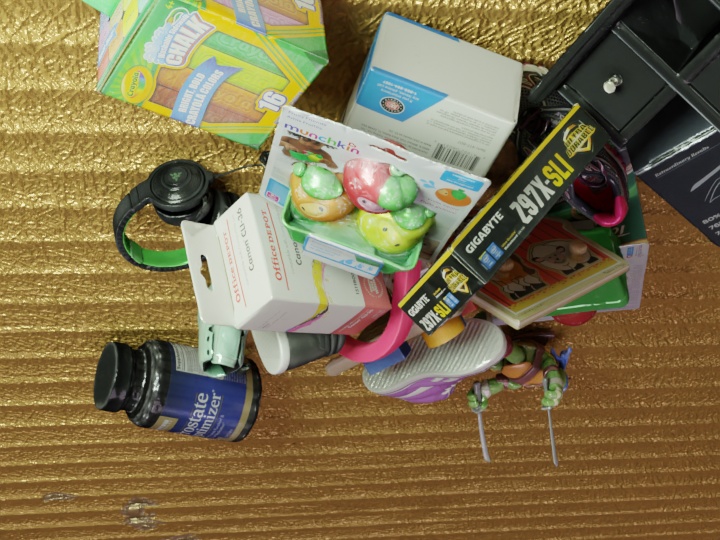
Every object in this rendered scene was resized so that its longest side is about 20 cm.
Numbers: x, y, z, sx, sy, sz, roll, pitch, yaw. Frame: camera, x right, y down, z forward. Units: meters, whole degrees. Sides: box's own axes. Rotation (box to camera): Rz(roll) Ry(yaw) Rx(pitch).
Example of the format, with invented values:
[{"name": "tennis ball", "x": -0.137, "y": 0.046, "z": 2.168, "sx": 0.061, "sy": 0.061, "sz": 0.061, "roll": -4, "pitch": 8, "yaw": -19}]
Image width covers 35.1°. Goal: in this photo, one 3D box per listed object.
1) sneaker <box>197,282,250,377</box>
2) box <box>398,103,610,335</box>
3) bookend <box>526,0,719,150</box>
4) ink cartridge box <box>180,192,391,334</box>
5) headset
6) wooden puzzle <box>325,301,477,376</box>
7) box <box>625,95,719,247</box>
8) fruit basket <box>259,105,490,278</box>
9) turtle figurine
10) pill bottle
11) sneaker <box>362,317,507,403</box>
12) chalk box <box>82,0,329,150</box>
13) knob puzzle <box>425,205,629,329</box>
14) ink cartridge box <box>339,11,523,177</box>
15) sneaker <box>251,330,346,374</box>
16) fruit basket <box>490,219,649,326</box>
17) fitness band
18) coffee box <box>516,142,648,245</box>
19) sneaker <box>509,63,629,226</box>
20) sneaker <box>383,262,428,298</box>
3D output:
[{"name": "sneaker", "x": -0.139, "y": 0.044, "z": 1.315, "sx": 0.072, "sy": 0.120, "sz": 0.201, "roll": 8, "pitch": 142, "yaw": -20}, {"name": "box", "x": 0.130, "y": -0.044, "z": 1.046, "sx": 0.049, "sy": 0.200, "sz": 0.160, "roll": 43, "pitch": 157, "yaw": 1}, {"name": "bookend", "x": 0.290, "y": -0.170, "z": 1.013, "sx": 0.199, "sy": 0.092, "sz": 0.200, "roll": 43, "pitch": 135, "yaw": 0}, {"name": "ink cartridge box", "x": -0.072, "y": -0.005, "z": 1.126, "sx": 0.198, "sy": 0.118, "sz": 0.067, "roll": 5, "pitch": 150, "yaw": -42}, {"name": "headset", "x": -0.164, "y": -0.058, "z": 1.180, "sx": 0.198, "sy": 0.095, "sz": 0.123, "roll": -33, "pitch": 141, "yaw": 15}, {"name": "wooden puzzle", "x": 0.070, "y": 0.064, "z": 1.354, "sx": 0.184, "sy": 0.047, "sz": 0.200, "roll": -28, "pitch": -175, "yaw": 28}, {"name": "box", "x": 0.376, "y": -0.132, "z": 1.167, "sx": 0.147, "sy": 0.106, "sz": 0.199, "roll": -29, "pitch": 140, "yaw": 29}, {"name": "fruit basket", "x": 0.003, "y": -0.065, "z": 1.009, "sx": 0.182, "sy": 0.095, "sz": 0.200, "roll": 20, "pitch": 165, "yaw": -5}, {"name": "turtle figurine", "x": 0.190, "y": 0.155, "z": 1.497, "sx": 0.193, "sy": 0.144, "sz": 0.201, "roll": 34, "pitch": 91, "yaw": -24}, {"name": "pill bottle", "x": -0.235, "y": 0.152, "z": 1.462, "sx": 0.197, "sy": 0.113, "sz": 0.112, "roll": 14, "pitch": 141, "yaw": -29}, {"name": "sneaker", "x": 0.112, "y": 0.117, "z": 1.435, "sx": 0.198, "sy": 0.074, "sz": 0.114, "roll": -17, "pitch": 152, "yaw": 32}, {"name": "chalk box", "x": -0.142, "y": -0.209, "z": 0.933, "sx": 0.197, "sy": 0.126, "sz": 0.124, "roll": 16, "pitch": 140, "yaw": -31}, {"name": "knob puzzle", "x": 0.150, "y": -0.028, "z": 1.178, "sx": 0.215, "sy": 0.221, "sz": 0.031, "roll": -2, "pitch": 123, "yaw": -8}, {"name": "ink cartridge box", "x": 0.052, "y": -0.128, "z": 1.100, "sx": 0.144, "sy": 0.085, "sz": 0.201, "roll": 19, "pitch": 143, "yaw": -8}, {"name": "sneaker", "x": -0.075, "y": 0.014, "z": 1.227, "sx": 0.098, "sy": 0.203, "sz": 0.071, "roll": -3, "pitch": 152, "yaw": -32}, {"name": "fruit basket", "x": 0.237, "y": 0.015, "z": 1.317, "sx": 0.182, "sy": 0.096, "sz": 0.200, "roll": -8, "pitch": 163, "yaw": 8}, {"name": "fitness band", "x": 0.000, "y": 0.000, "z": 1.239, "sx": 0.142, "sy": 0.204, "sz": 0.037, "roll": 15, "pitch": -161, "yaw": 31}, {"name": "coffee box", "x": 0.253, "y": -0.079, "z": 1.276, "sx": 0.121, "sy": 0.045, "sz": 0.201, "roll": -14, "pitch": 146, "yaw": 11}, {"name": "sneaker", "x": 0.202, "y": -0.126, "z": 1.133, "sx": 0.199, "sy": 0.075, "sz": 0.081, "roll": 38, "pitch": 118, "yaw": -19}, {"name": "sneaker", "x": 0.020, "y": 0.000, "z": 1.284, "sx": 0.198, "sy": 0.117, "sz": 0.073, "roll": -25, "pitch": 145, "yaw": 26}]
